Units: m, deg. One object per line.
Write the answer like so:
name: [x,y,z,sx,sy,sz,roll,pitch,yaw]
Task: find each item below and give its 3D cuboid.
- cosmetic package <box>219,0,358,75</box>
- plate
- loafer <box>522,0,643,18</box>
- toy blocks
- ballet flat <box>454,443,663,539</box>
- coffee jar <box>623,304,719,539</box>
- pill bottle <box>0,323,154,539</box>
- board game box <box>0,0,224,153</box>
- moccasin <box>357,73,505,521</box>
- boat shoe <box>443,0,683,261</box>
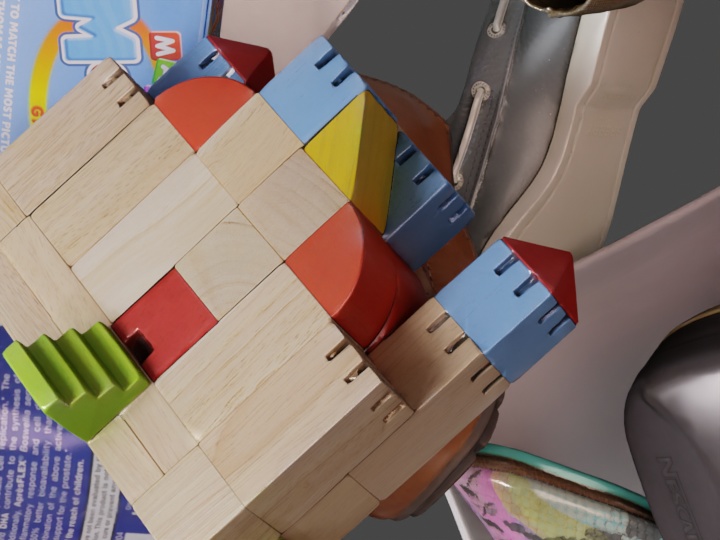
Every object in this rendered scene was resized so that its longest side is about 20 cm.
cosmetic package: [-0.083,-0.154,0.806,0.200,0.081,0.113,40,84,-15]
plate: [0.115,0.082,0.877,0.199,0.032,0.201,-25,103,-28]
loafer: [0.035,-0.163,0.765,0.200,0.076,0.067,46,39,-7]
toy blocks: [-0.031,-0.003,0.688,0.137,0.200,0.100,-42,147,1]
ballet flat: [0.112,0.113,0.822,0.199,0.069,0.071,16,87,-34]
coffee jar: [0.165,0.040,0.797,0.200,0.085,0.105,-33,103,-54]
pill bottle: [-0.134,0.045,0.790,0.199,0.112,0.112,4,93,-15]
board game box: [-0.143,-0.098,0.755,0.199,0.037,0.152,11,121,2]
moccasin: [0.001,-0.001,0.770,0.078,0.202,0.074,30,126,-28]
boat shoe: [0.057,-0.040,0.870,0.073,0.062,0.201,9,105,-56]
